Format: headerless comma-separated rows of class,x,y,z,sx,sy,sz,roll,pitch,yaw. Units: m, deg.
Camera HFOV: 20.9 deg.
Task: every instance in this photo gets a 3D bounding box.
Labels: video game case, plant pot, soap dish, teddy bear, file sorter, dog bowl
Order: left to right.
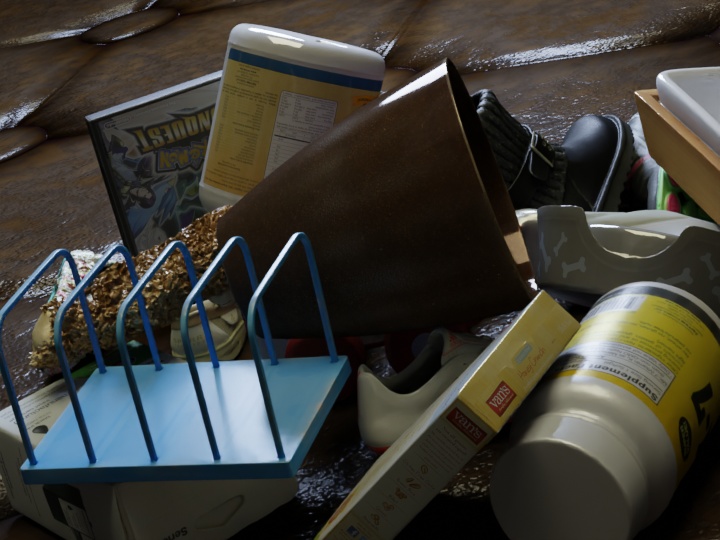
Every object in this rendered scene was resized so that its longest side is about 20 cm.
teddy bear,-0.166,0.025,1.491,0.199,0.067,0.145,-28,-6,-27
file sorter,-0.129,0.055,1.327,0.198,0.124,0.139,-4,25,20
video game case,-0.137,-0.088,1.826,0.198,0.182,0.025,-20,21,-13
plant pot,0.004,-0.029,1.403,0.198,0.188,0.187,-20,20,9
dog bowl,0.219,0.004,1.413,0.198,0.059,0.200,12,-3,1
soap dish,0.341,-0.103,1.596,0.198,0.082,0.158,-5,32,-21

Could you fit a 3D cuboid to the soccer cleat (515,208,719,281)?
soccer cleat,0.202,-0.018,1.565,0.198,0.070,0.078,7,30,12

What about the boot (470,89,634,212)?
boot,0.147,-0.101,1.661,0.080,0.157,0.212,-50,11,35

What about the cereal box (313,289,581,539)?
cereal box,0.049,0.112,1.251,0.200,0.039,0.144,-49,-2,38

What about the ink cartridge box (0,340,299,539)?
ink cartridge box,-0.161,0.135,1.428,0.146,0.084,0.199,-28,26,-30

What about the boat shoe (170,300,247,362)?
boat shoe,-0.126,0.021,1.713,0.072,0.064,0.201,-8,23,17

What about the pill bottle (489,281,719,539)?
pill bottle,0.163,0.100,1.259,0.113,0.115,0.200,-2,25,30

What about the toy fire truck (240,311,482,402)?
toy fire truck,0.000,0.000,1.537,0.198,0.169,0.112,-11,21,9

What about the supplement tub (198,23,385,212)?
supplement tub,-0.065,-0.109,1.749,0.143,0.202,0.145,12,8,-2

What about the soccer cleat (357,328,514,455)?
soccer cleat,0.089,0.074,1.410,0.198,0.086,0.069,-20,22,-12

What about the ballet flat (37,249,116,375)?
ballet flat,-0.248,0.032,1.764,0.063,0.076,0.200,2,26,0

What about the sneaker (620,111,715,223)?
sneaker,0.262,-0.074,1.705,0.084,0.077,0.201,-46,19,24
